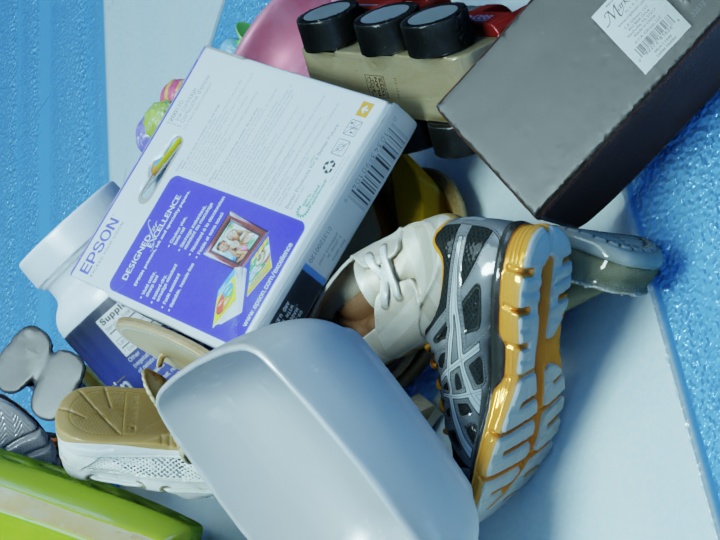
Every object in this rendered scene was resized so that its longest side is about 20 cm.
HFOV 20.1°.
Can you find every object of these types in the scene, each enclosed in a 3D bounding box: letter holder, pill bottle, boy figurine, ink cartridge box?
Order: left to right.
[{"bbox_3d":[-0.221,0.099,1.635,0.124,0.200,0.065,33,90,17],"label":"boy figurine"},{"bbox_3d":[-0.151,0.039,1.491,0.116,0.200,0.116,-41,2,2],"label":"pill bottle"},{"bbox_3d":[-0.084,-0.047,1.389,0.199,0.043,0.199,22,79,44],"label":"ink cartridge box"},{"bbox_3d":[0.170,-0.129,1.253,0.200,0.142,0.101,-48,66,15],"label":"letter holder"}]

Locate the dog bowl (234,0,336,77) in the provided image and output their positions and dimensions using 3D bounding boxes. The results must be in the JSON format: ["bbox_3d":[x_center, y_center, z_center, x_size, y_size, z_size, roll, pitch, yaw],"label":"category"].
[{"bbox_3d":[-0.040,-0.141,1.594,0.200,0.074,0.201,-37,40,39],"label":"dog bowl"}]

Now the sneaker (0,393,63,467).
[{"bbox_3d":[-0.266,0.153,1.619,0.077,0.201,0.112,-25,35,2],"label":"sneaker"}]

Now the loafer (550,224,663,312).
[{"bbox_3d":[0.114,0.010,1.268,0.200,0.075,0.070,-2,83,58],"label":"loafer"}]

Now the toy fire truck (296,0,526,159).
[{"bbox_3d":[0.076,-0.180,1.419,0.199,0.129,0.176,-30,24,-32],"label":"toy fire truck"}]

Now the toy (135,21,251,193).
[{"bbox_3d":[-0.154,-0.140,1.753,0.200,0.047,0.115,-44,9,27],"label":"toy"}]

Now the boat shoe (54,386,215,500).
[{"bbox_3d":[-0.112,0.126,1.414,0.071,0.198,0.070,-82,-1,-47],"label":"boat shoe"}]

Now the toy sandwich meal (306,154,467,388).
[{"bbox_3d":[0.000,0.000,1.435,0.205,0.070,0.206,-36,41,39],"label":"toy sandwich meal"}]

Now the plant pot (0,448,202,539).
[{"bbox_3d":[-0.227,0.235,1.431,0.182,0.199,0.200,128,162,-78],"label":"plant pot"}]

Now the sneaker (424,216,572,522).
[{"bbox_3d":[0.075,0.057,1.216,0.077,0.078,0.201,20,115,30],"label":"sneaker"}]

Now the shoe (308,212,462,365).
[{"bbox_3d":[0.010,0.027,1.317,0.200,0.053,0.070,-46,55,48],"label":"shoe"}]

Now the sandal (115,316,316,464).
[{"bbox_3d":[-0.092,0.100,1.344,0.211,0.078,0.070,23,73,21],"label":"sandal"}]

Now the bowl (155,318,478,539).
[{"bbox_3d":[-0.017,0.116,1.226,0.075,0.200,0.200,-38,4,-28],"label":"bowl"}]

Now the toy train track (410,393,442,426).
[{"bbox_3d":[-0.022,0.160,1.348,0.200,0.033,0.115,-50,29,-3],"label":"toy train track"}]
